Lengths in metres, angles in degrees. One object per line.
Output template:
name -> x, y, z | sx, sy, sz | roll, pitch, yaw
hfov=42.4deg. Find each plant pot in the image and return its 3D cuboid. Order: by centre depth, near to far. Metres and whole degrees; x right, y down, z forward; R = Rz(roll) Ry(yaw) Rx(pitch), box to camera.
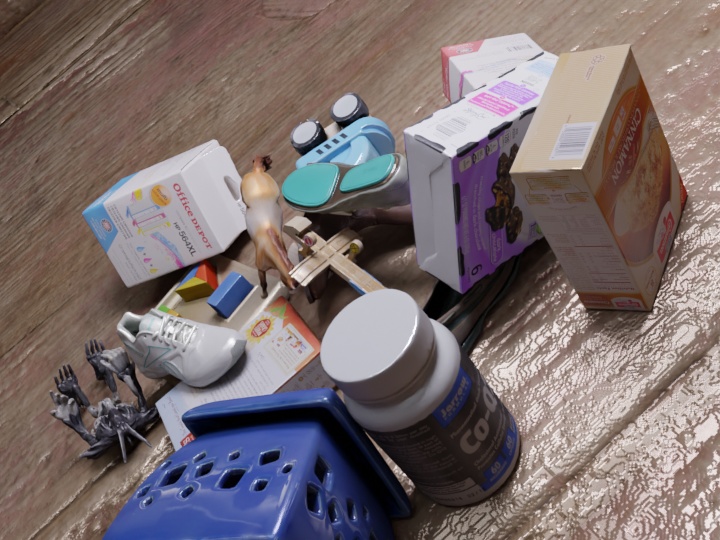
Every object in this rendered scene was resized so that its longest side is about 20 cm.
plant pot -> -0.076, 0.223, 0.830 | 0.199, 0.200, 0.180 | -12, 38, 30

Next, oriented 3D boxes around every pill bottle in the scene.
pill bottle -> 0.054, 0.113, 0.823 | 0.113, 0.200, 0.114 | -21, 41, 20

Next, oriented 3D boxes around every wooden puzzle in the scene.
wooden puzzle -> -0.210, 0.058, 1.215 | 0.200, 0.046, 0.185 | 22, 67, 48

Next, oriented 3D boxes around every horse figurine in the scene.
horse figurine -> -0.112, -0.056, 1.101 | 0.050, 0.133, 0.201 | -8, 75, -11

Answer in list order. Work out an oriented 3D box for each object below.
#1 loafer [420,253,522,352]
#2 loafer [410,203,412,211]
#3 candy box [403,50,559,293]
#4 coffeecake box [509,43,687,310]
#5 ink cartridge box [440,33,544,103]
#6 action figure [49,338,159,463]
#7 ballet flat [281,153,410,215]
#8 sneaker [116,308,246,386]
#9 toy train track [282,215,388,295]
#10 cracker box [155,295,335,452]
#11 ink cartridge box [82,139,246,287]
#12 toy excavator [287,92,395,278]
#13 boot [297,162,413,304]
loafer -> 0.115, 0.009, 0.989 | 0.072, 0.063, 0.200 | 5, 55, 41
loafer -> 0.129, -0.104, 1.057 | 0.201, 0.071, 0.068 | -43, 20, -33
candy box -> 0.145, -0.101, 0.942 | 0.200, 0.168, 0.071 | -33, 45, -25
coffeecake box -> 0.232, -0.082, 0.876 | 0.073, 0.200, 0.154 | 2, 53, 38
ink cartridge box -> 0.180, -0.214, 1.115 | 0.116, 0.068, 0.200 | -11, 34, -7
action figure -> -0.328, 0.161, 1.165 | 0.119, 0.102, 0.200 | -37, 35, -17
ballet flat -> -0.010, -0.087, 1.049 | 0.199, 0.064, 0.068 | -3, 58, 48
sneaker -> -0.216, 0.086, 1.081 | 0.200, 0.080, 0.071 | -4, 43, 41
toy train track -> 0.000, 0.000, 1.018 | 0.200, 0.033, 0.115 | 38, 45, 11
cracker box -> -0.128, 0.137, 1.061 | 0.200, 0.058, 0.134 | -40, 36, -3
ink cartridge box -> -0.254, -0.084, 1.298 | 0.199, 0.129, 0.125 | -19, 20, 25
toy excavator -> -0.028, -0.104, 1.203 | 0.194, 0.100, 0.200 | -33, 48, 7
boot -> 0.029, -0.052, 1.105 | 0.199, 0.064, 0.187 | 0, 74, 7
